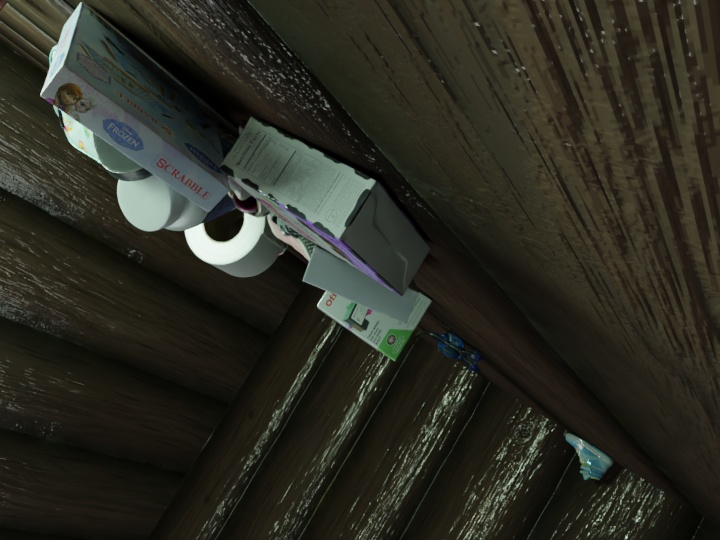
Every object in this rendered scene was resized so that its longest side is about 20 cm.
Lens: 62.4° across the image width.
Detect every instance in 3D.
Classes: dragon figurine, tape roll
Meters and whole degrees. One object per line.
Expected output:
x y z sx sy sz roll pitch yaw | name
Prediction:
0.254 0.211 1.650 0.198 0.060 0.099 34 176 0 | dragon figurine
-0.289 -0.098 1.379 0.200 0.205 0.139 31 176 17 | tape roll

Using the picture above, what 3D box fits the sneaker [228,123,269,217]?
-0.137 -0.116 0.805 0.080 0.089 0.200 31 175 15 | sneaker

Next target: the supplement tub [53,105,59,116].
-0.409 -0.261 1.017 0.198 0.124 0.123 34 176 4 | supplement tub

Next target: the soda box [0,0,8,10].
-0.584 -0.435 0.821 0.069 0.064 0.200 32 175 9 | soda box

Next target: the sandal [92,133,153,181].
-0.297 -0.186 0.714 0.202 0.075 0.043 57 171 25 | sandal

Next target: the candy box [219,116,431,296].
-0.037 -0.070 0.672 0.198 0.072 0.167 32 175 33 | candy box

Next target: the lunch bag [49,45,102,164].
-0.372 -0.241 0.866 0.197 0.077 0.163 29 133 27 | lunch bag

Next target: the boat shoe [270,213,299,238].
-0.105 -0.087 0.994 0.069 0.072 0.200 34 176 -22 | boat shoe

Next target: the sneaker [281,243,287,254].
-0.430 -0.143 2.866 0.198 0.079 0.096 28 162 41 | sneaker

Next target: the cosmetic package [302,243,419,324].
0.000 0.000 0.852 0.148 0.053 0.200 21 -169 -4 | cosmetic package

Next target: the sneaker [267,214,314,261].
-0.110 -0.070 1.189 0.200 0.076 0.104 43 169 -13 | sneaker

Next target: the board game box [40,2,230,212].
-0.242 -0.184 0.664 0.199 0.041 0.201 38 -161 -37 | board game box

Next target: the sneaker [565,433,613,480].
0.880 0.746 2.349 0.198 0.132 0.079 31 177 33 | sneaker

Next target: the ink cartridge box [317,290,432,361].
0.027 0.070 1.229 0.198 0.147 0.084 33 175 4 | ink cartridge box

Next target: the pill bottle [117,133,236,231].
-0.231 -0.119 0.807 0.110 0.112 0.200 32 -154 6 | pill bottle
